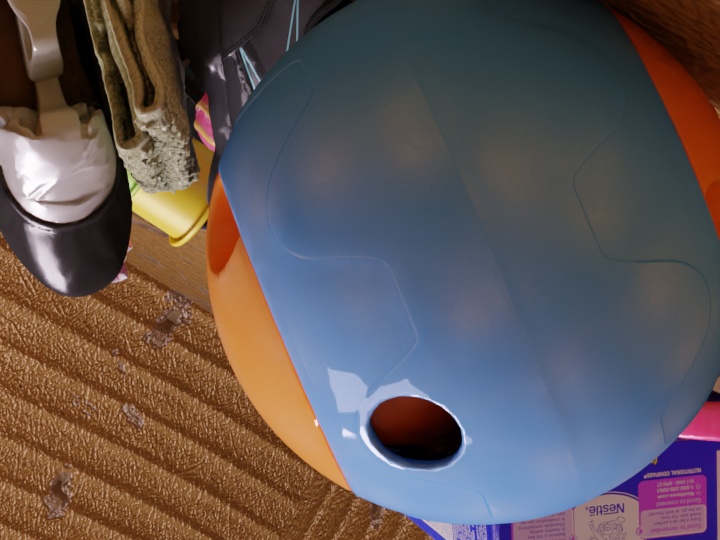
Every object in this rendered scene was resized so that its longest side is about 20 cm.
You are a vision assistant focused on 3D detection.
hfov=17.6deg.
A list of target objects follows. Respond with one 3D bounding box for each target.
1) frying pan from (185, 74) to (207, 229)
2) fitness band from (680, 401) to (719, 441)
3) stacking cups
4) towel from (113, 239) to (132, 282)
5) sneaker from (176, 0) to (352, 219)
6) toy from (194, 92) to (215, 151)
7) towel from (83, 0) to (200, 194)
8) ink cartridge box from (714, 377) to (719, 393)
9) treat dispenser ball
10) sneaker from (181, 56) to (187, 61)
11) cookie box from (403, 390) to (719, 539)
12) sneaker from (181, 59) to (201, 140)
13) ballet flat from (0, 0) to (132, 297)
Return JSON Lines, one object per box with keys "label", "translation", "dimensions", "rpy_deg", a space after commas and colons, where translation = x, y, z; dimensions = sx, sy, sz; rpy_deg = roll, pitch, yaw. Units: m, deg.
{"label": "frying pan", "translation": [-0.120, -0.105, 1.311], "dimensions": [0.115, 0.031, 0.191], "rpy_deg": [9, 131, 49]}
{"label": "fitness band", "translation": [0.177, 0.055, 1.229], "dimensions": [0.143, 0.038, 0.200], "rpy_deg": [-5, -170, -37]}
{"label": "stacking cups", "translation": [-0.162, -0.092, 1.237], "dimensions": [0.200, 0.061, 0.060], "rpy_deg": [35, 172, -18]}
{"label": "towel", "translation": [-0.165, -0.094, 1.349], "dimensions": [0.030, 0.201, 0.146], "rpy_deg": [-12, 177, -6]}
{"label": "sneaker", "translation": [-0.029, -0.060, 1.062], "dimensions": [0.079, 0.076, 0.201], "rpy_deg": [8, 131, 23]}
{"label": "toy", "translation": [-0.054, -0.073, 1.201], "dimensions": [0.115, 0.047, 0.200], "rpy_deg": [46, 168, 30]}
{"label": "towel", "translation": [-0.102, -0.111, 1.057], "dimensions": [0.036, 0.149, 0.200], "rpy_deg": [-12, 174, -3]}
{"label": "ink cartridge box", "translation": [0.124, 0.072, 1.418], "dimensions": [0.199, 0.145, 0.084], "rpy_deg": [30, 173, -16]}
{"label": "treat dispenser ball", "translation": [0.042, -0.008, 0.855], "dimensions": [0.200, 0.202, 0.201], "rpy_deg": [28, 174, 3]}
{"label": "sneaker", "translation": [-0.091, -0.090, 1.463], "dimensions": [0.199, 0.070, 0.078], "rpy_deg": [33, -178, -2]}
{"label": "cookie box", "translation": [0.117, 0.105, 1.267], "dimensions": [0.170, 0.076, 0.200], "rpy_deg": [-5, -170, -15]}
{"label": "sneaker", "translation": [-0.023, -0.055, 1.365], "dimensions": [0.199, 0.079, 0.090], "rpy_deg": [31, 170, -23]}
{"label": "ballet flat", "translation": [-0.146, -0.084, 1.045], "dimensions": [0.068, 0.201, 0.068], "rpy_deg": [-14, -173, -10]}
